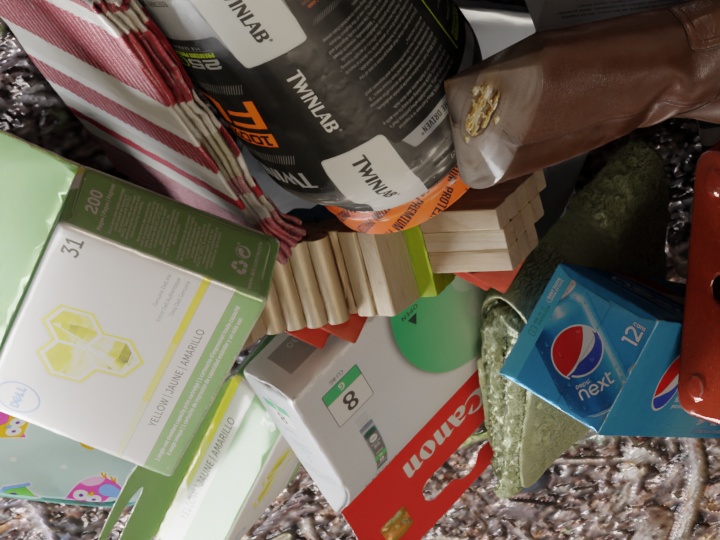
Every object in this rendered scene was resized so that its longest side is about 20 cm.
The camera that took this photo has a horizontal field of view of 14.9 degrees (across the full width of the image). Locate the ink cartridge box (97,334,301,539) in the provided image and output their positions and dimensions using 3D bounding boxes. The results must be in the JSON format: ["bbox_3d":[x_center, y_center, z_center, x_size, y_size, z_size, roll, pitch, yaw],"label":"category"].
[{"bbox_3d":[-0.077,0.111,1.500,0.048,0.200,0.146,33,132,7],"label":"ink cartridge box"}]

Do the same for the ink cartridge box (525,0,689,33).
[{"bbox_3d":[0.176,-0.177,1.311,0.196,0.043,0.200,-8,144,-22],"label":"ink cartridge box"}]

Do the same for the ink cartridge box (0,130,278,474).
[{"bbox_3d":[-0.156,0.007,1.318,0.200,0.048,0.146,21,135,-9],"label":"ink cartridge box"}]

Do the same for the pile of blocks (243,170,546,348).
[{"bbox_3d":[0.000,0.000,1.385,0.199,0.082,0.062,-12,109,8],"label":"pile of blocks"}]

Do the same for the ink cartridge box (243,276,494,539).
[{"bbox_3d":[0.041,0.065,1.483,0.161,0.050,0.200,-45,134,-15],"label":"ink cartridge box"}]

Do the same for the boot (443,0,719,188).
[{"bbox_3d":[0.143,-0.114,1.265,0.200,0.064,0.187,-11,146,-29],"label":"boot"}]

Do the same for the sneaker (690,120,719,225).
[{"bbox_3d":[0.217,-0.054,1.468,0.075,0.085,0.200,-12,138,-3],"label":"sneaker"}]

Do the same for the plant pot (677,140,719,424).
[{"bbox_3d":[0.269,0.010,1.367,0.176,0.200,0.201,-4,103,-37],"label":"plant pot"}]

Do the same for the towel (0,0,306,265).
[{"bbox_3d":[-0.115,-0.090,1.312,0.023,0.144,0.200,-50,138,-14],"label":"towel"}]

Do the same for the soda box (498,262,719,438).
[{"bbox_3d":[0.150,0.044,1.452,0.068,0.064,0.200,-63,156,9],"label":"soda box"}]

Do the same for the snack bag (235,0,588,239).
[{"bbox_3d":[0.027,-0.072,1.445,0.199,0.021,0.189,5,134,-16],"label":"snack bag"}]

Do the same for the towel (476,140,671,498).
[{"bbox_3d":[0.119,0.030,1.500,0.148,0.036,0.200,-46,153,-25],"label":"towel"}]

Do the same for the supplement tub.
[{"bbox_3d":[-0.023,-0.115,1.292,0.122,0.123,0.200,-27,129,15],"label":"supplement tub"}]

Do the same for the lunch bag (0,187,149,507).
[{"bbox_3d":[-0.156,0.040,1.470,0.160,0.077,0.200,5,135,-17],"label":"lunch bag"}]
